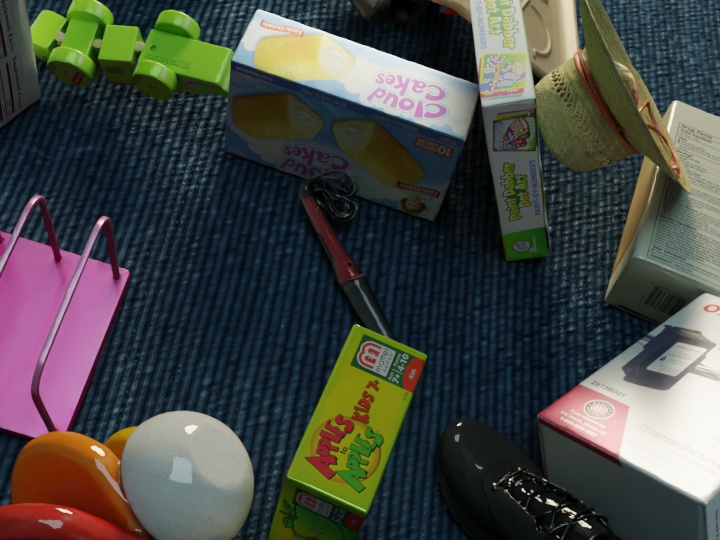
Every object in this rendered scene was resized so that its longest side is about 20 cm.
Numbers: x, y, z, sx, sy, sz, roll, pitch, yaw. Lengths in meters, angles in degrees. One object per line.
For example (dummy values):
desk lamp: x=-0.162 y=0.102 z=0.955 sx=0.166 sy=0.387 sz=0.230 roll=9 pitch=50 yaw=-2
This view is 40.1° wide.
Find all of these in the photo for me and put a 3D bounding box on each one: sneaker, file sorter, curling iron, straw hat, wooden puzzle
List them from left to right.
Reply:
file sorter: x=-0.276 y=0.010 z=0.662 sx=0.198 sy=0.126 sz=0.140 roll=17 pitch=63 yaw=-2
curling iron: x=0.000 y=0.000 z=0.799 sx=0.049 sy=0.026 sz=0.202 roll=-24 pitch=65 yaw=4
sneaker: x=0.054 y=-0.300 z=0.997 sx=0.199 sy=0.071 sz=0.099 roll=-27 pitch=82 yaw=-39
wooden puzzle: x=0.136 y=-0.285 z=0.984 sx=0.199 sy=0.046 sz=0.187 roll=24 pitch=54 yaw=-33
sneaker: x=0.129 y=0.176 z=0.675 sx=0.076 sy=0.091 sz=0.200 roll=-30 pitch=66 yaw=-26
straw hat: x=0.189 y=-0.129 z=0.807 sx=0.201 sy=0.085 sz=0.202 roll=46 pitch=29 yaw=-34

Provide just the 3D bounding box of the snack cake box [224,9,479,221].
snack cake box: x=-0.011 y=-0.128 z=0.835 sx=0.198 sy=0.115 sz=0.068 roll=18 pitch=55 yaw=1

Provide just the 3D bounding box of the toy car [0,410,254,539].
toy car: x=-0.143 y=0.179 z=0.541 sx=0.149 sy=0.175 sz=0.202 roll=14 pitch=46 yaw=-46

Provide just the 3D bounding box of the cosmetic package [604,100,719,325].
cosmetic package: x=0.293 y=-0.046 z=0.873 sx=0.104 sy=0.071 sz=0.201 roll=24 pitch=55 yaw=5

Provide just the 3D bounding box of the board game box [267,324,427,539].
board game box: x=-0.017 y=0.132 z=0.603 sx=0.047 sy=0.201 sz=0.102 roll=22 pitch=54 yaw=3

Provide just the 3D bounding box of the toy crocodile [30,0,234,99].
toy crocodile: x=-0.198 y=-0.184 z=0.846 sx=0.197 sy=0.062 sz=0.068 roll=11 pitch=69 yaw=7

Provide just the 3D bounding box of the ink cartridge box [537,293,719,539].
ink cartridge box: x=0.249 y=0.112 z=0.711 sx=0.199 sy=0.085 sz=0.144 roll=-30 pitch=32 yaw=-28

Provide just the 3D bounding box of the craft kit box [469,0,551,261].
craft kit box: x=0.124 y=-0.145 z=0.828 sx=0.048 sy=0.198 sz=0.202 roll=-6 pitch=55 yaw=7

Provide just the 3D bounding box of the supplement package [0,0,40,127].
supplement package: x=-0.392 y=-0.177 z=0.763 sx=0.190 sy=0.148 sz=0.200 roll=34 pitch=57 yaw=11
